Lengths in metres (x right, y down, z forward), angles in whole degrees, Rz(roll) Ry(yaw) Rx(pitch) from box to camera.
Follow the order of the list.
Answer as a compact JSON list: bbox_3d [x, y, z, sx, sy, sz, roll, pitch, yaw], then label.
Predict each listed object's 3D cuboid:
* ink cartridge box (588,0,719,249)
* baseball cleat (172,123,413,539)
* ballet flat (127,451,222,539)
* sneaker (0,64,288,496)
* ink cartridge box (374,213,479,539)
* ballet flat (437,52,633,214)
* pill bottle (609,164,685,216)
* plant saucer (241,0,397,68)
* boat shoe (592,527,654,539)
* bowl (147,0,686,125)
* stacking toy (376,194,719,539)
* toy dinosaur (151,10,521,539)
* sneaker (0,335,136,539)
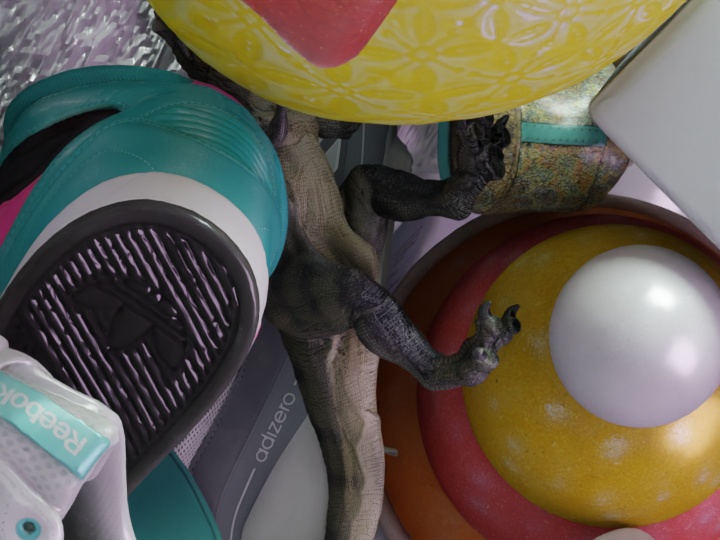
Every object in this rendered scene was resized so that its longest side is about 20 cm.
[{"bbox_3d":[0.150,-0.036,0.827,0.084,0.144,0.200,-45,180,15],"label":"ink cartridge box"},{"bbox_3d":[-0.036,-0.004,0.867,0.070,0.106,0.200,100,-4,-66],"label":"baseball cleat"},{"bbox_3d":[-0.060,0.133,0.771,0.074,0.200,0.074,-9,138,-8],"label":"ballet flat"},{"bbox_3d":[-0.087,0.017,0.762,0.200,0.084,0.121,-41,-163,31],"label":"sneaker"},{"bbox_3d":[0.058,0.081,0.994,0.047,0.160,0.200,-46,-166,44],"label":"ink cartridge box"},{"bbox_3d":[0.059,-0.055,0.918,0.200,0.071,0.071,-77,-167,-78],"label":"ballet flat"},{"bbox_3d":[0.123,-0.097,1.045,0.200,0.114,0.114,-56,160,-8],"label":"pill bottle"},{"bbox_3d":[-0.008,-0.175,0.562,0.200,0.037,0.200,42,76,-27],"label":"plant saucer"},{"bbox_3d":[0.027,0.158,0.808,0.200,0.057,0.067,-46,142,4],"label":"boat shoe"},{"bbox_3d":[0.039,-0.127,0.684,0.200,0.108,0.200,-9,106,-35],"label":"bowl"},{"bbox_3d":[0.073,0.035,0.839,0.146,0.146,0.200,-57,177,-8],"label":"stacking toy"},{"bbox_3d":[0.000,0.000,0.800,0.047,0.088,0.200,-13,91,-61],"label":"toy dinosaur"},{"bbox_3d":[-0.096,0.027,0.641,0.075,0.088,0.200,-55,129,-32],"label":"sneaker"}]
